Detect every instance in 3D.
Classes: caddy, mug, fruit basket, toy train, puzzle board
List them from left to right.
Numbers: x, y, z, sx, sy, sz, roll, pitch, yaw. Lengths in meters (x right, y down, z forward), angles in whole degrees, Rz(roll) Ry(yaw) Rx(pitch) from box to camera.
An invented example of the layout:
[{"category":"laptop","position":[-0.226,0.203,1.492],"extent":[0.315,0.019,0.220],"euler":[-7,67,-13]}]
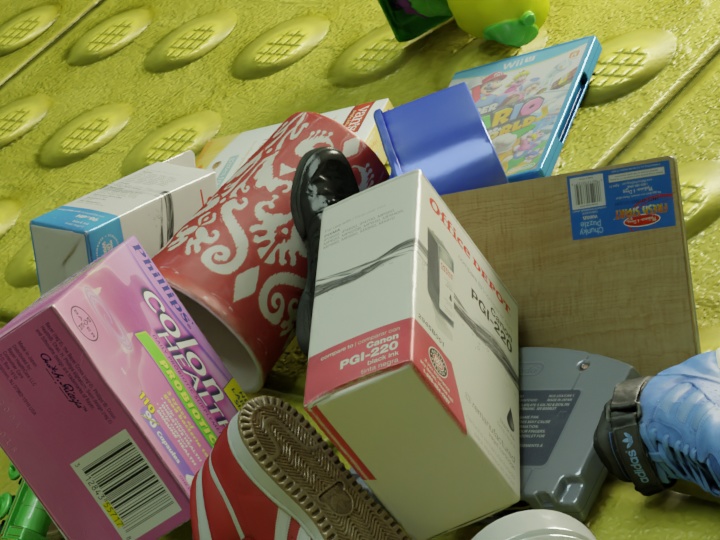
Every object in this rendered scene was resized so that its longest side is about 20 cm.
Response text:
[{"category":"toy train","position":[-0.249,0.196,1.747],"extent":[0.056,0.042,0.200],"euler":[-3,63,56]},{"category":"mug","position":[-0.086,-0.021,1.907],"extent":[0.177,0.133,0.200],"euler":[3,48,53]},{"category":"caddy","position":[0.062,-0.056,1.827],"extent":[0.105,0.141,0.200],"euler":[-24,23,4]},{"category":"fruit basket","position":[0.114,-0.273,2.183],"extent":[0.215,0.156,0.216],"euler":[-3,73,10]},{"category":"puzzle board","position":[0.142,0.009,1.671],"extent":[0.200,0.151,0.017],"euler":[-9,-6,34]}]

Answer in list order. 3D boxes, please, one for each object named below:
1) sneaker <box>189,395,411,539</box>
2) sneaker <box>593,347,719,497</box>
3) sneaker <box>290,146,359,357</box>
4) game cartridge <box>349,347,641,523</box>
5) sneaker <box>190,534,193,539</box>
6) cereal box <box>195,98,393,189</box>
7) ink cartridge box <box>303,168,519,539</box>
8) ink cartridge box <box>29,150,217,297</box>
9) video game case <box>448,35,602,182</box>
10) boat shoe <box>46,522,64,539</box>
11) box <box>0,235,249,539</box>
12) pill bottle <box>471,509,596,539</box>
[{"category":"sneaker","position":[-0.034,0.187,1.541],"extent":[0.071,0.200,0.112],"euler":[-25,-16,-43]},{"category":"sneaker","position":[0.202,0.116,1.474],"extent":[0.111,0.077,0.200],"euler":[-18,25,10]},{"category":"sneaker","position":[-0.003,0.000,1.798],"extent":[0.104,0.060,0.200],"euler":[-13,74,56]},{"category":"game cartridge","position":[0.093,0.110,1.623],"extent":[0.200,0.041,0.133],"euler":[-3,49,41]},{"category":"sneaker","position":[-0.064,0.212,1.611],"extent":[0.115,0.076,0.201],"euler":[12,43,30]},{"category":"cereal box","position":[-0.072,-0.080,2.110],"extent":[0.200,0.040,0.144],"euler":[-12,33,31]},{"category":"ink cartridge box","position":[0.038,0.054,1.579],"extent":[0.085,0.146,0.200],"euler":[-25,34,20]},{"category":"ink cartridge box","position":[-0.173,-0.016,1.978],"extent":[0.068,0.116,0.200],"euler":[10,26,36]},{"category":"video game case","position":[0.116,-0.122,2.019],"extent":[0.143,0.018,0.200],"euler":[-14,32,31]},{"category":"boat shoe","position":[-0.231,0.137,1.880],"extent":[0.071,0.065,0.200],"euler":[-25,28,10]},{"category":"box","position":[-0.175,0.093,1.709],"extent":[0.097,0.176,0.200],"euler":[-33,6,17]},{"category":"pill bottle","position":[0.120,0.223,1.342],"extent":[0.113,0.113,0.200],"euler":[-30,28,1]}]
